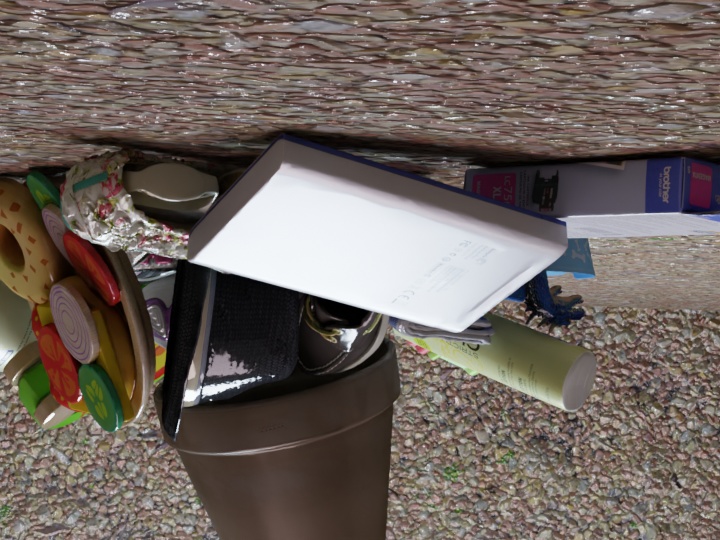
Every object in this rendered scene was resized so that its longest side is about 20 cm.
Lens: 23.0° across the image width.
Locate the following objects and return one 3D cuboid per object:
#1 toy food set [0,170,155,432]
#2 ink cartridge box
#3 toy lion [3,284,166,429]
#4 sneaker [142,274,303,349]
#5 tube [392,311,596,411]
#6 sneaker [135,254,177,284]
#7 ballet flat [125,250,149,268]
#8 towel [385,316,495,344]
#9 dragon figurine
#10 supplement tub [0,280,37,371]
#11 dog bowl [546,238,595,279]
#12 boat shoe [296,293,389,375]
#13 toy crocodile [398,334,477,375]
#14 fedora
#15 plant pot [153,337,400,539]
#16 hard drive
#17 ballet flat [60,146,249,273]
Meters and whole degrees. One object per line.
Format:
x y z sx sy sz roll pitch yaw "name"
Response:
-0.212 0.023 1.289 0.048 0.202 0.197 -23 -167 -30 "toy food set"
0.177 -0.045 1.122 0.199 0.043 0.119 3 177 42 "ink cartridge box"
-0.211 0.073 1.583 0.199 0.069 0.192 -38 166 -12 "toy lion"
-0.089 0.024 1.456 0.197 0.076 0.100 -3 -153 -9 "sneaker"
0.097 0.059 1.439 0.199 0.059 0.052 22 -165 34 "tube"
-0.208 -0.022 1.448 0.197 0.075 0.087 -4 170 10 "sneaker"
-0.183 -0.021 1.328 0.067 0.069 0.200 -20 177 -30 "ballet flat"
0.000 0.000 1.385 0.199 0.024 0.146 34 -168 30 "towel"
0.097 -0.004 1.361 0.198 0.101 0.059 4 176 -37 "dragon figurine"
-0.315 0.018 1.591 0.144 0.147 0.199 -1 175 44 "supplement tub"
0.122 -0.019 1.541 0.110 0.050 0.199 4 177 -30 "dog bowl"
-0.009 0.013 1.258 0.060 0.072 0.202 -26 158 -42 "boat shoe"
0.034 0.022 1.529 0.200 0.062 0.067 43 157 -8 "toy crocodile"
-0.089 0.032 1.264 0.090 0.203 0.201 7 176 -7 "fedora"
-0.052 0.159 1.412 0.198 0.176 0.200 -11 -171 2 "plant pot"
0.010 -0.018 1.094 0.198 0.026 0.132 15 147 -26 "hard drive"
-0.101 -0.041 1.133 0.199 0.076 0.064 0 159 -46 "ballet flat"
